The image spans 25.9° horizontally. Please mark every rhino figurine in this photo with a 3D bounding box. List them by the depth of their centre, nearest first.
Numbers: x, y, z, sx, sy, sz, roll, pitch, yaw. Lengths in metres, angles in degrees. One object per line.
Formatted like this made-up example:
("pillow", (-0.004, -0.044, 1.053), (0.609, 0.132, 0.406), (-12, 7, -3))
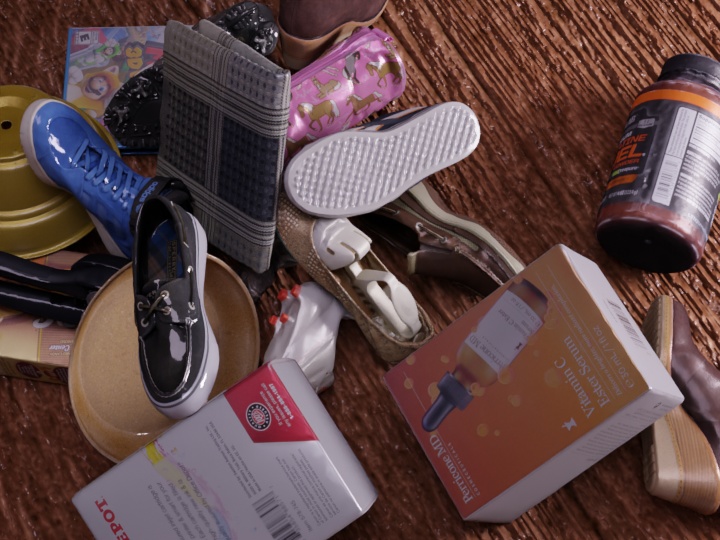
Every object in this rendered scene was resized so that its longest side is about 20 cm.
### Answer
("rhino figurine", (-0.069, -0.034, 1.485), (0.060, 0.087, 0.201), (45, 70, -24))

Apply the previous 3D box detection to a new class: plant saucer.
("plant saucer", (-0.180, 0.076, 1.398), (0.035, 0.201, 0.200), (18, 61, 49))

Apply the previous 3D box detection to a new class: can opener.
("can opener", (-0.287, 0.017, 1.419), (0.198, 0.079, 0.064), (8, 107, 3))

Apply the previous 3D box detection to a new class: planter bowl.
("planter bowl", (-0.329, -0.114, 1.484), (0.198, 0.084, 0.202), (0, 53, -1))

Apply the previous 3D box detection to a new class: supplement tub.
("supplement tub", (0.297, -0.105, 1.490), (0.106, 0.107, 0.201), (17, 66, 9))

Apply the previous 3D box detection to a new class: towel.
("towel", (-0.127, -0.120, 1.443), (0.034, 0.194, 0.200), (-11, 29, -35))

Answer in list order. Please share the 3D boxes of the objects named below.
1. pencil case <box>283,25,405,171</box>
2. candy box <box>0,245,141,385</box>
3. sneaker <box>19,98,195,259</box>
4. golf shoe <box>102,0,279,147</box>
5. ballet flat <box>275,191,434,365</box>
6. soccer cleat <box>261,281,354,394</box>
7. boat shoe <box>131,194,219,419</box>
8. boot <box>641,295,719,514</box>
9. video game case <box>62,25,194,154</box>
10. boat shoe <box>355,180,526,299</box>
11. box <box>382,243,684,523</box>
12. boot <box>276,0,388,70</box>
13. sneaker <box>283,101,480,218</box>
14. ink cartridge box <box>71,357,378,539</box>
("pencil case", (-0.049, -0.161, 1.527), (0.199, 0.086, 0.083), (-34, 92, -20))
("candy box", (-0.285, 0.043, 1.465), (0.198, 0.055, 0.116), (9, 66, 5))
("sneaker", (-0.218, -0.079, 1.424), (0.110, 0.201, 0.077), (5, 51, 38))
("golf shoe", (-0.164, -0.194, 1.550), (0.199, 0.095, 0.078), (-32, 108, 9))
("ballet flat", (0.000, 0.000, 1.424), (0.200, 0.065, 0.071), (48, 54, -15))
("soccer cleat", (-0.066, 0.107, 1.426), (0.077, 0.069, 0.201), (29, 75, -21))
("boat shoe", (-0.161, 0.027, 1.284), (0.068, 0.057, 0.201), (-20, 51, 16))
("boot", (0.334, 0.125, 1.410), (0.165, 0.072, 0.202), (7, 63, -9))
("video game case", (-0.201, -0.185, 1.588), (0.198, 0.018, 0.144), (-1, 65, 1))
("boat shoe", (0.074, -0.015, 1.474), (0.075, 0.075, 0.202), (-38, 58, -22))
("box", (0.149, 0.102, 1.356), (0.200, 0.106, 0.153), (-38, 67, 15))
("boot", (-0.014, -0.306, 1.545), (0.072, 0.167, 0.200), (28, 55, 11))
("sneaker", (0.011, -0.098, 1.437), (0.199, 0.079, 0.079), (-20, 97, -25))
("ink cartridge box", (-0.109, 0.188, 1.304), (0.199, 0.145, 0.146), (-33, 86, 3))
